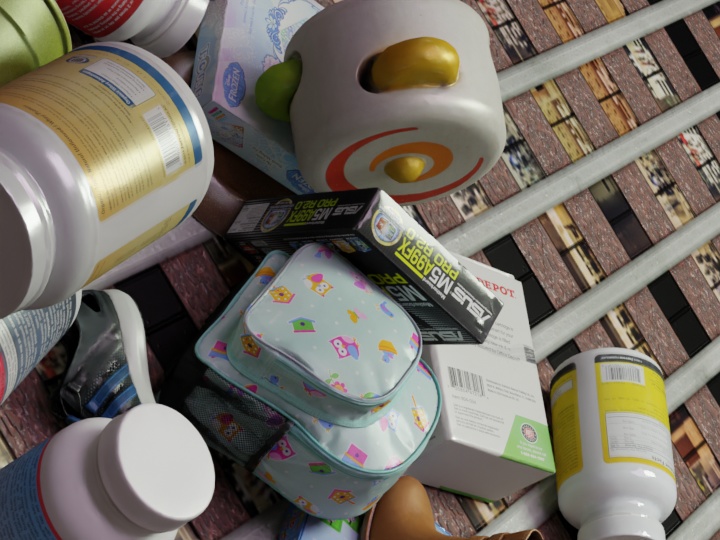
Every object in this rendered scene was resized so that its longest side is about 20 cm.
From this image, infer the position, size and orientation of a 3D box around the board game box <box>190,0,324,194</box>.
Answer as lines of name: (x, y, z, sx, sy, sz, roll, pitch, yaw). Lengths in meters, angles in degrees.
board game box: (-0.061, -0.166, 1.879, 0.199, 0.043, 0.200, 34, 43, -30)

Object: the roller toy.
roller toy: (0.032, -0.140, 1.774, 0.182, 0.200, 0.140, 20, 53, -47)

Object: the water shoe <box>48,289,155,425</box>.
water shoe: (-0.196, 0.109, 1.565, 0.079, 0.072, 0.200, -1, 59, -26)

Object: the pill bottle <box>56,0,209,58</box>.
pill bottle: (-0.228, -0.262, 1.747, 0.200, 0.112, 0.112, 30, 44, -33)

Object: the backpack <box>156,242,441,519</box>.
backpack: (-0.033, 0.091, 1.659, 0.200, 0.153, 0.176, 43, 39, -5)

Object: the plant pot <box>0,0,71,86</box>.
plant pot: (-0.334, -0.118, 1.471, 0.200, 0.200, 0.193, 39, 52, -24)

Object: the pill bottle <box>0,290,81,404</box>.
pill bottle: (-0.269, 0.021, 1.483, 0.120, 0.120, 0.200, 50, 37, -10)

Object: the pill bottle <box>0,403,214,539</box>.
pill bottle: (-0.192, 0.166, 1.397, 0.109, 0.200, 0.109, 29, 45, -33)

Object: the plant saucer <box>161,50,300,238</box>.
plant saucer: (-0.108, -0.114, 1.849, 0.200, 0.032, 0.200, 28, 46, -34)

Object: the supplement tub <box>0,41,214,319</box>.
supplement tub: (-0.208, -0.060, 1.400, 0.145, 0.145, 0.200, 56, 38, -3)

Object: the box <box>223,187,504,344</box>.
box: (0.000, 0.000, 1.742, 0.160, 0.200, 0.044, 43, 65, -28)

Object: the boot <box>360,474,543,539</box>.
boot: (0.075, 0.228, 1.642, 0.077, 0.155, 0.200, 33, 43, -29)

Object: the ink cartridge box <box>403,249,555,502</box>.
ink cartridge box: (0.086, 0.093, 1.879, 0.145, 0.084, 0.200, 20, 50, -41)

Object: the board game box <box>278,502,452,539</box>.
board game box: (-0.003, 0.253, 1.695, 0.151, 0.037, 0.200, 42, 38, -20)

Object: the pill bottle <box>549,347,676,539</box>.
pill bottle: (0.240, 0.181, 1.972, 0.112, 0.112, 0.200, 29, 45, -34)
